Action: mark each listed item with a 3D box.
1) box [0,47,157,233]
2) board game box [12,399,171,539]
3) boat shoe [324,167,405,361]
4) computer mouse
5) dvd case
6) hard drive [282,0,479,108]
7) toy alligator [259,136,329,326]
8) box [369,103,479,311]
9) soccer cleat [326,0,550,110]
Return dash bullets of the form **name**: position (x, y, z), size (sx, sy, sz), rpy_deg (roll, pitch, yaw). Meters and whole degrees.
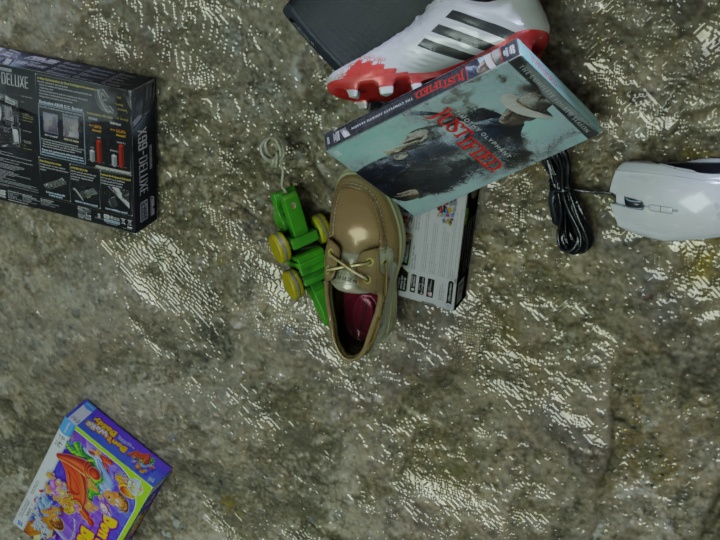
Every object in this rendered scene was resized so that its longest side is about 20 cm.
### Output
- **box**: position (-0.311, -0.139, 1.468), size (0.197, 0.050, 0.160), rpy_deg (13, 117, 21)
- **board game box**: position (-0.324, 0.271, 1.665), size (0.134, 0.045, 0.201), rpy_deg (36, 123, 7)
- **boat shoe**: position (0.000, 0.000, 1.316), size (0.073, 0.067, 0.202), rpy_deg (10, 127, 22)
- **computer mouse**: position (0.256, -0.063, 1.226), size (0.197, 0.044, 0.111), rpy_deg (2, 112, 26)
- **dvd case**: position (0.088, -0.118, 1.203), size (0.198, 0.022, 0.146), rpy_deg (-24, 145, 27)
- **hard drive**: position (0.035, -0.215, 1.242), size (0.200, 0.042, 0.135), rpy_deg (43, 103, 6)
- **toy alligator**: position (-0.067, -0.041, 1.393), size (0.054, 0.059, 0.202), rpy_deg (19, 130, 65)
- **box**: position (0.056, -0.069, 1.327), size (0.109, 0.035, 0.202), rpy_deg (16, 119, 19)
- **soccer cleat**: position (0.063, -0.194, 1.186), size (0.197, 0.069, 0.086), rpy_deg (-13, 77, 16)
